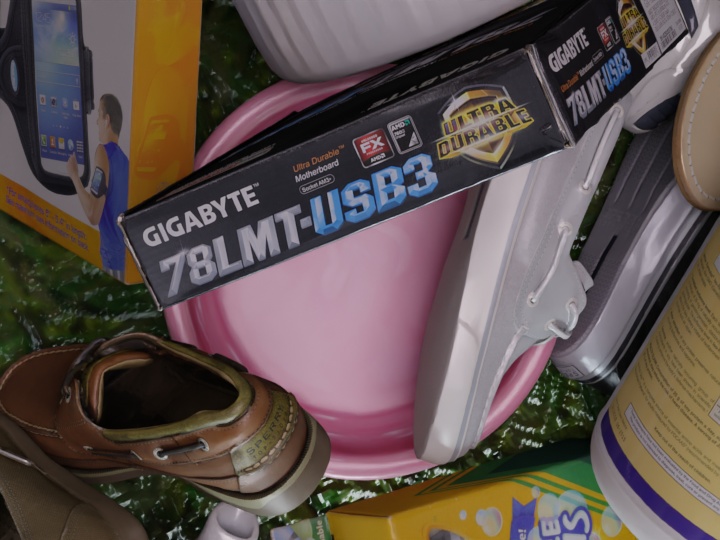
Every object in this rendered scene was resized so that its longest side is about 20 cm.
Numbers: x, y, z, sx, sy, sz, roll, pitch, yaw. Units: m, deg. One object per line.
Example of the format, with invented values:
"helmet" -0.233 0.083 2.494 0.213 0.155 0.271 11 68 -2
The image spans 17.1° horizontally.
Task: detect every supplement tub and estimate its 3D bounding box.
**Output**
"supplement tub" 0.209 0.040 1.094 0.145 0.146 0.201 24 117 -9

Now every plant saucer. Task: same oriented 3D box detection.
"plant saucer" 0.000 0.000 1.173 0.199 0.051 0.202 0 93 -8

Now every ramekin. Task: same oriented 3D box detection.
"ramekin" 0.024 -0.164 1.097 0.199 0.200 0.098 -27 103 -6

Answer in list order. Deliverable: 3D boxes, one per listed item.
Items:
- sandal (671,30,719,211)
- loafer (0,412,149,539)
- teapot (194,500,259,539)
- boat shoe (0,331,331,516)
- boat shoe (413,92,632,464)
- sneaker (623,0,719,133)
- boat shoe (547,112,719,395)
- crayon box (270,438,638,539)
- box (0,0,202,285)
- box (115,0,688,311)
"sandal" 0.233 -0.103 1.139 0.211 0.069 0.078 -39 112 -34
"loafer" -0.177 0.107 1.089 0.067 0.199 0.077 6 99 -48
"teapot" -0.109 0.231 1.115 0.196 0.146 0.201 -23 93 -8
"boat shoe" -0.103 0.056 1.095 0.068 0.199 0.072 48 57 -41
"boat shoe" 0.078 -0.001 1.131 0.068 0.072 0.202 17 81 -9
"sneaker" 0.133 -0.178 1.170 0.129 0.079 0.200 25 89 -8
"boat shoe" 0.165 -0.026 1.196 0.071 0.072 0.201 31 92 -26
"crayon box" 0.057 0.162 1.143 0.199 0.051 0.127 -12 96 -39
"box" -0.120 -0.107 1.087 0.041 0.119 0.202 -13 116 -36
"box" 0.024 -0.062 1.012 0.199 0.198 0.050 -22 97 26
